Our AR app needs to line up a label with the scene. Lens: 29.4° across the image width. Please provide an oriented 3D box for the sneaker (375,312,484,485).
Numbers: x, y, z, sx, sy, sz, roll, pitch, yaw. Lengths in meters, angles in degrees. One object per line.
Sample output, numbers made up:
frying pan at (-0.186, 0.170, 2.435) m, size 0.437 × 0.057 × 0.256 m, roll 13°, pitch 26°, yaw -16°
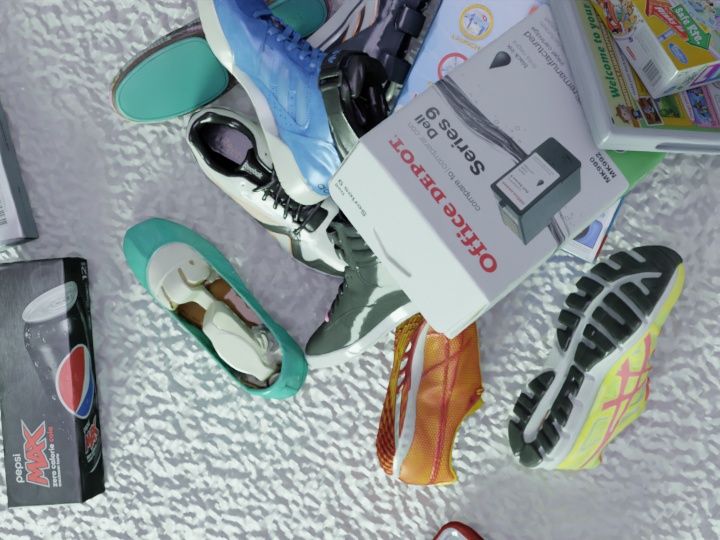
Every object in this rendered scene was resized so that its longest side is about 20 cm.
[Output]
sneaker at (0.067, 0.072, 1.110) m, size 0.076 × 0.073 × 0.203 m, roll 13°, pitch 91°, yaw -20°

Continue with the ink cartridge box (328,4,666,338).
ink cartridge box at (0.098, -0.071, 0.984) m, size 0.199 × 0.084 × 0.146 m, roll -38°, pitch 86°, yaw -27°

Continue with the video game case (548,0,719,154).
video game case at (0.225, -0.174, 1.015) m, size 0.179 × 0.022 × 0.203 m, roll 1°, pitch 61°, yaw -25°

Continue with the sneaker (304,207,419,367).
sneaker at (0.000, 0.000, 1.070) m, size 0.099 × 0.071 × 0.199 m, roll 46°, pitch 132°, yaw -9°

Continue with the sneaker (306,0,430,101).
sneaker at (0.014, -0.183, 1.102) m, size 0.200 × 0.078 × 0.080 m, roll -44°, pitch 80°, yaw 17°

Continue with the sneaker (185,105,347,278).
sneaker at (-0.066, -0.061, 1.113) m, size 0.199 × 0.080 × 0.074 m, roll 36°, pitch 93°, yaw 4°

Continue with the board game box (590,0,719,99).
board game box at (0.217, -0.228, 1.008) m, size 0.133 × 0.034 × 0.202 m, roll -17°, pitch 69°, yaw -33°

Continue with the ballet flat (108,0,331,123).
ballet flat at (-0.117, -0.187, 1.125) m, size 0.198 × 0.071 × 0.070 m, roll -30°, pitch 126°, yaw -1°

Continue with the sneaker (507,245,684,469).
sneaker at (0.197, 0.072, 1.079) m, size 0.090 × 0.078 × 0.201 m, roll 22°, pitch 107°, yaw -35°

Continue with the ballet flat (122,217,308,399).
ballet flat at (-0.122, 0.028, 1.124) m, size 0.200 × 0.070 × 0.067 m, roll 43°, pitch 96°, yaw 6°

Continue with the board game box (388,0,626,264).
board game box at (0.138, -0.137, 1.095) m, size 0.198 × 0.056 × 0.198 m, roll 26°, pitch 93°, yaw 7°

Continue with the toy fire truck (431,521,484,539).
toy fire truck at (0.072, 0.326, 1.092) m, size 0.168 × 0.112 × 0.201 m, roll 40°, pitch 95°, yaw 30°

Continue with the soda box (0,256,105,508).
soda box at (-0.260, 0.092, 1.148) m, size 0.070 × 0.063 × 0.204 m, roll -5°, pitch 90°, yaw 8°

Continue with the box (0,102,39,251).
box at (-0.391, -0.072, 1.176) m, size 0.197 × 0.041 × 0.158 m, roll -18°, pitch 88°, yaw 7°

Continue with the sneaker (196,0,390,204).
sneaker at (-0.040, -0.159, 1.035) m, size 0.110 × 0.077 × 0.202 m, roll -21°, pitch 96°, yaw 32°
